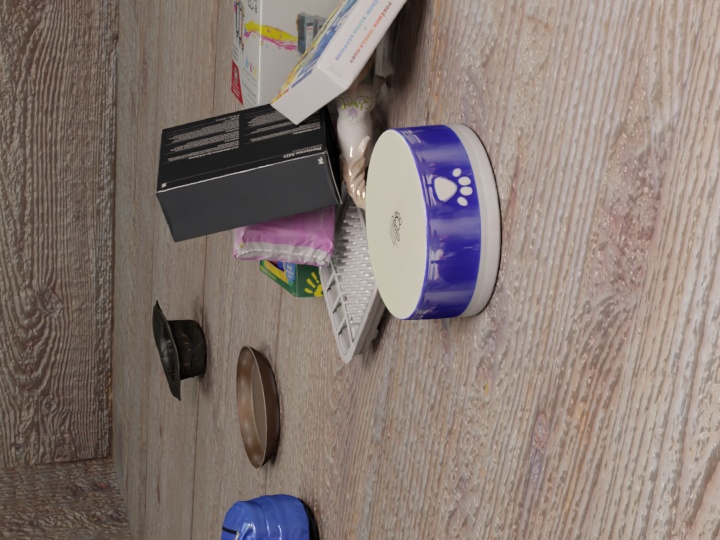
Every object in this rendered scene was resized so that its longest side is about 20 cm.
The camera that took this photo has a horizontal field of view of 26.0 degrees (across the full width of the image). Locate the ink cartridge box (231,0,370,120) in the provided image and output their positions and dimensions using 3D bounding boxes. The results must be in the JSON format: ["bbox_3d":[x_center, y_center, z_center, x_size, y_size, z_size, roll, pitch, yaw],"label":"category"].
[{"bbox_3d":[-0.072,-0.295,1.893,0.145,0.145,0.200,-127,37,-61],"label":"ink cartridge box"}]

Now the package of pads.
[{"bbox_3d":[-0.091,-0.104,1.930,0.076,0.120,0.200,115,160,-60],"label":"package of pads"}]

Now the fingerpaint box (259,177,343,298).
[{"bbox_3d":[-0.083,-0.064,2.108,0.200,0.073,0.167,-147,56,-69],"label":"fingerpaint box"}]

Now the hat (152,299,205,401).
[{"bbox_3d":[-0.340,0.147,2.998,0.201,0.081,0.201,167,90,-75],"label":"hat"}]

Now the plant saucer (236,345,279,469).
[{"bbox_3d":[-0.164,0.219,2.520,0.200,0.032,0.200,175,90,-74],"label":"plant saucer"}]

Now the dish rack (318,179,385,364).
[{"bbox_3d":[0.000,0.000,1.910,0.200,0.044,0.172,109,152,-53],"label":"dish rack"}]

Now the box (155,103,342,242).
[{"bbox_3d":[-0.128,-0.120,1.801,0.141,0.200,0.079,-94,-10,-56],"label":"box"}]

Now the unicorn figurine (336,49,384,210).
[{"bbox_3d":[0.001,-0.156,1.799,0.137,0.074,0.200,-81,-23,-57],"label":"unicorn figurine"}]

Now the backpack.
[{"bbox_3d":[-0.143,0.431,2.287,0.163,0.168,0.200,174,95,-66],"label":"backpack"}]

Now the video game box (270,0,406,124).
[{"bbox_3d":[-0.011,-0.259,1.701,0.182,0.047,0.200,-55,11,-15],"label":"video game box"}]

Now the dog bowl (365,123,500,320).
[{"bbox_3d":[0.071,-0.049,1.604,0.200,0.079,0.200,175,90,-73],"label":"dog bowl"}]
